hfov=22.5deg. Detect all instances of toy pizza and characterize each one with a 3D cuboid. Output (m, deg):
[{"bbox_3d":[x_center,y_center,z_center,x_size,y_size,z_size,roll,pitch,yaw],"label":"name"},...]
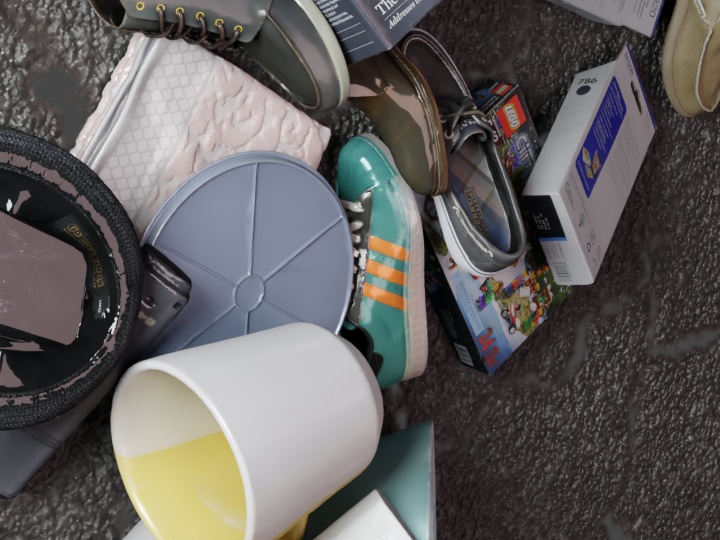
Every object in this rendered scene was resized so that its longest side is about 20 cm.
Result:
[{"bbox_3d":[-0.088,0.012,1.282,0.199,0.032,0.203,-15,115,-36],"label":"toy pizza"}]

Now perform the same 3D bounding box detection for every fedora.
[{"bbox_3d":[-0.240,0.001,1.136,0.198,0.091,0.203,-4,99,-25],"label":"fedora"}]

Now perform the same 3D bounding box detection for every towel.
[{"bbox_3d":[-0.124,-0.052,1.272,0.190,0.032,0.201,33,82,-43],"label":"towel"}]

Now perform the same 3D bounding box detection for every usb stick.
[{"bbox_3d":[-0.192,0.069,1.203,0.055,0.033,0.200,40,98,-17],"label":"usb stick"}]

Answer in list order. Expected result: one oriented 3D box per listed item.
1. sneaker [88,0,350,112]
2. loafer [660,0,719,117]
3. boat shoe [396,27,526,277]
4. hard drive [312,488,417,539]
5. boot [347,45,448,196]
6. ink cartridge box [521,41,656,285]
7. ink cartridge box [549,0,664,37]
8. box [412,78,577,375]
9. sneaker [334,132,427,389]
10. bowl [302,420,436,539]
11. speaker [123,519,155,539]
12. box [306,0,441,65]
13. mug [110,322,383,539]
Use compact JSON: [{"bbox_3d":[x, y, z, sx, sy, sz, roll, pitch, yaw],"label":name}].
[{"bbox_3d":[-0.101,-0.164,1.197,0.200,0.075,0.106,49,65,-8],"label":"sneaker"},{"bbox_3d":[0.306,-0.220,1.550,0.076,0.067,0.202,-40,139,-44],"label":"loafer"},{"bbox_3d":[0.074,-0.093,1.363,0.069,0.066,0.202,-18,91,-26],"label":"boat shoe"},{"bbox_3d":[-0.026,0.269,1.274,0.199,0.132,0.026,-39,167,2],"label":"hard drive"},{"bbox_3d":[-0.011,-0.132,1.307,0.096,0.075,0.202,-26,97,-22],"label":"boot"},{"bbox_3d":[0.193,-0.091,1.506,0.201,0.039,0.100,-60,136,-39],"label":"ink cartridge box"},{"bbox_3d":[0.195,-0.309,1.464,0.199,0.043,0.199,14,94,-46],"label":"ink cartridge box"},{"bbox_3d":[0.105,-0.034,1.473,0.136,0.038,0.201,-43,127,-23],"label":"box"},{"bbox_3d":[0.000,0.000,1.371,0.079,0.071,0.202,-19,111,-31],"label":"sneaker"},{"bbox_3d":[0.006,0.217,1.388,0.104,0.201,0.203,-1,110,5],"label":"bowl"},{"bbox_3d":[-0.133,0.210,1.315,0.200,0.081,0.082,-47,129,-20],"label":"speaker"},{"bbox_3d":[0.008,-0.272,1.229,0.200,0.104,0.183,-45,105,-22],"label":"box"},{"bbox_3d":[-0.074,0.116,1.237,0.152,0.187,0.150,-24,74,-39],"label":"mug"}]
